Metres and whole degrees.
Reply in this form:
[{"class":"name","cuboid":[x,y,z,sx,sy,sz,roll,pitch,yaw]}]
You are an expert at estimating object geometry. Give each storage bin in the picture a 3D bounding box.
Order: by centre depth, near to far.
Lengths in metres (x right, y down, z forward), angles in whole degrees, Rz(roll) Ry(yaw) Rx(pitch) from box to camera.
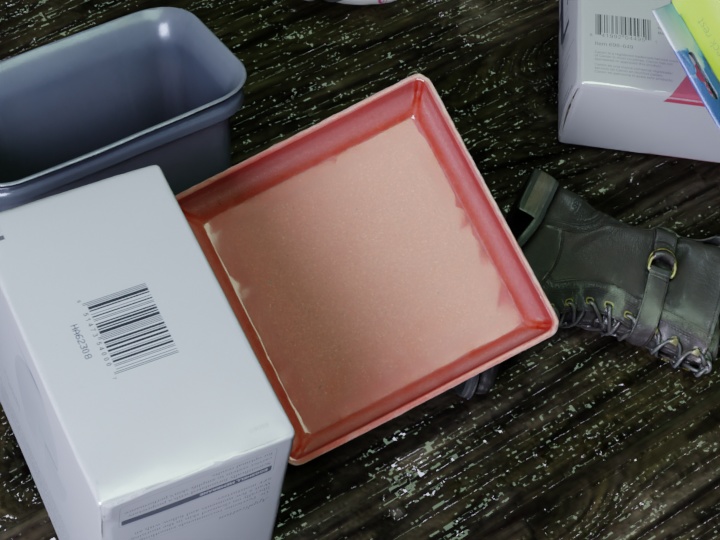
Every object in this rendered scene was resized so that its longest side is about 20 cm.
[{"class":"storage bin","cuboid":[-0.183,-0.075,1.166,0.200,0.135,0.146,-24,46,-21]}]

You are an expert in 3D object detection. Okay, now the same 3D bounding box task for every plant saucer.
[{"class":"plant saucer","cuboid":[0.000,0.000,1.134,0.199,0.037,0.200,-27,78,-1]}]

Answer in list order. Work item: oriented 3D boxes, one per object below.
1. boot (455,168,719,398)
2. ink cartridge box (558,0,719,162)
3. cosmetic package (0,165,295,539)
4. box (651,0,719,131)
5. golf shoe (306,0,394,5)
[{"class":"boot","cuboid":[0.169,0.030,1.195,0.174,0.069,0.200,26,65,-1]},{"class":"ink cartridge box","cuboid":[0.230,-0.192,1.327,0.145,0.085,0.200,7,59,-3]},{"class":"cosmetic package","cuboid":[-0.140,0.083,1.039,0.123,0.200,0.200,-19,63,-21]},{"class":"box","cuboid":[0.306,-0.169,1.248,0.200,0.048,0.122,-24,83,-46]},{"class":"golf shoe","cuboid":[-0.018,-0.293,1.375,0.088,0.077,0.200,10,58,-25]}]
